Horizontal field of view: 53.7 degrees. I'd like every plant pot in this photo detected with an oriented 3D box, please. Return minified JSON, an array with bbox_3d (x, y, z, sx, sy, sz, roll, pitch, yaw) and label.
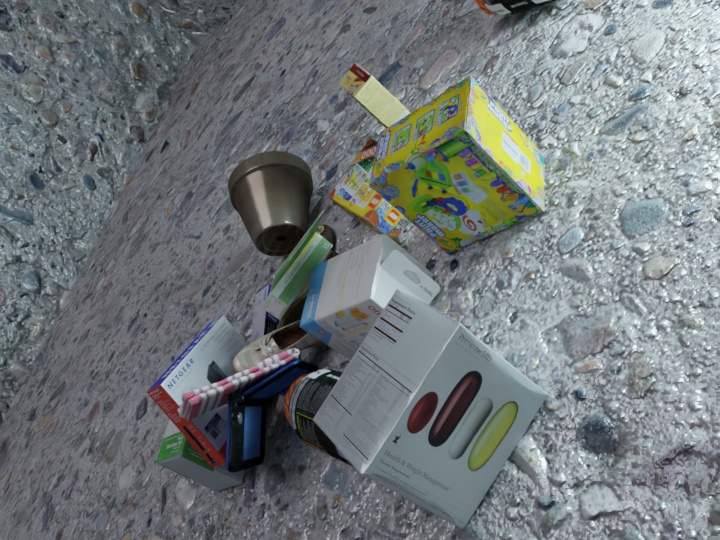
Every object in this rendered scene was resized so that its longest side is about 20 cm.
[{"bbox_3d":[-0.191,-0.137,1.607,0.199,0.199,0.176,-36,52,27],"label":"plant pot"}]

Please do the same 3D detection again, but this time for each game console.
[{"bbox_3d":[-0.141,0.241,1.191,0.116,0.200,0.174,-1,79,7],"label":"game console"}]

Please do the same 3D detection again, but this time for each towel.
[{"bbox_3d":[-0.198,0.181,1.153,0.198,0.030,0.146,-22,-13,-24],"label":"towel"}]

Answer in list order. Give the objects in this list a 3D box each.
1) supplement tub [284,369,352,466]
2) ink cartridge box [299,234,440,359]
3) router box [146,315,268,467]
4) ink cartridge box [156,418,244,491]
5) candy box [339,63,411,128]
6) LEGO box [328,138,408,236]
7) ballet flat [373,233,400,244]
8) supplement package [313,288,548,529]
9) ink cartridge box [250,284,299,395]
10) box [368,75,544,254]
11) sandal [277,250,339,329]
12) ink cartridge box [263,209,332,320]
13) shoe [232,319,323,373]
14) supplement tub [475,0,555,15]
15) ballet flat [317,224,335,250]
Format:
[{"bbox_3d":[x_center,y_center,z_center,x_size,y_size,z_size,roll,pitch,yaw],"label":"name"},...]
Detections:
[{"bbox_3d":[-0.028,0.218,1.072,0.199,0.122,0.124,5,63,55],"label":"supplement tub"},{"bbox_3d":[0.019,0.045,1.169,0.199,0.128,0.127,-23,42,42],"label":"ink cartridge box"},{"bbox_3d":[-0.257,0.214,1.278,0.048,0.180,0.201,-26,19,38],"label":"router box"},{"bbox_3d":[-0.275,0.283,1.327,0.082,0.146,0.202,-25,42,36],"label":"ink cartridge box"},{"bbox_3d":[0.057,-0.310,1.391,0.055,0.199,0.116,-48,31,11],"label":"candy box"},{"bbox_3d":[0.041,-0.161,1.389,0.150,0.077,0.200,-54,31,0],"label":"LEGO box"},{"bbox_3d":[0.000,0.000,1.322,0.199,0.069,0.063,-35,7,25],"label":"ballet flat"},{"bbox_3d":[0.087,0.171,0.891,0.202,0.190,0.147,-56,32,-3],"label":"supplement package"},{"bbox_3d":[-0.163,0.131,1.370,0.044,0.094,0.202,-35,36,28],"label":"ink cartridge box"},{"bbox_3d":[0.152,-0.155,1.110,0.191,0.199,0.123,-24,41,39],"label":"box"},{"bbox_3d":[-0.100,0.048,1.376,0.053,0.080,0.202,7,59,42],"label":"sandal"},{"bbox_3d":[-0.103,-0.005,1.243,0.146,0.048,0.200,-55,2,-23],"label":"ink cartridge box"},{"bbox_3d":[-0.139,0.126,1.273,0.198,0.054,0.070,-23,51,-26],"label":"shoe"},{"bbox_3d":[0.315,-0.563,1.359,0.199,0.122,0.124,5,63,56],"label":"supplement tub"},{"bbox_3d":[-0.095,-0.023,1.472,0.067,0.046,0.202,-26,41,37],"label":"ballet flat"}]
